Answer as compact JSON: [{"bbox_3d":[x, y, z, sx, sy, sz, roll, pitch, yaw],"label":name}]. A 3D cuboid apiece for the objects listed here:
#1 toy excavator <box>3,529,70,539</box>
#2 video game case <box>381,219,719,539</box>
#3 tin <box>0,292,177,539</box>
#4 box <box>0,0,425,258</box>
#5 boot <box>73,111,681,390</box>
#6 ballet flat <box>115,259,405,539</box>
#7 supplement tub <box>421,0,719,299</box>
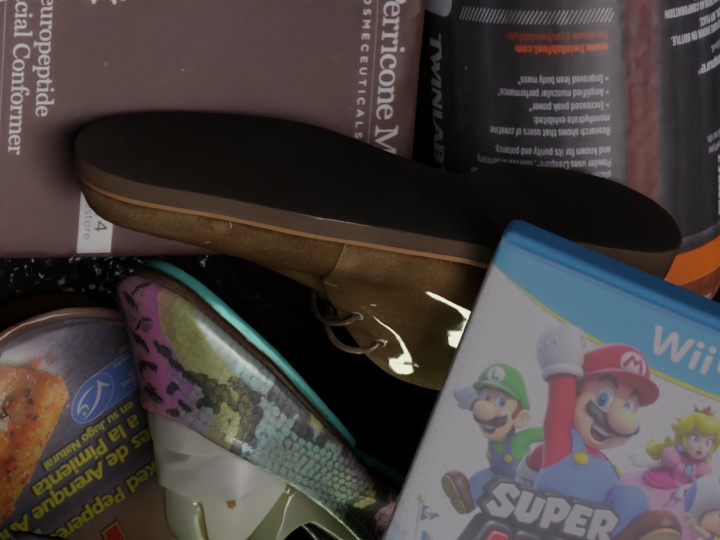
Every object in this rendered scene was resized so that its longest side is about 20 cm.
[{"bbox_3d":[-0.110,0.199,0.914,0.100,0.194,0.201,13,70,-29],"label":"toy excavator"},{"bbox_3d":[0.077,0.100,0.885,0.143,0.018,0.200,23,111,7],"label":"video game case"},{"bbox_3d":[-0.138,0.089,0.957,0.200,0.042,0.112,-35,112,-14],"label":"tin"},{"bbox_3d":[-0.083,-0.058,0.925,0.200,0.075,0.100,-3,104,-27],"label":"box"},{"bbox_3d":[0.000,0.000,0.898,0.199,0.074,0.076,12,119,-17],"label":"boot"},{"bbox_3d":[-0.025,0.075,0.957,0.071,0.069,0.200,-55,131,-8],"label":"ballet flat"},{"bbox_3d":[0.074,-0.046,0.983,0.107,0.107,0.201,-9,107,-23],"label":"supplement tub"}]
